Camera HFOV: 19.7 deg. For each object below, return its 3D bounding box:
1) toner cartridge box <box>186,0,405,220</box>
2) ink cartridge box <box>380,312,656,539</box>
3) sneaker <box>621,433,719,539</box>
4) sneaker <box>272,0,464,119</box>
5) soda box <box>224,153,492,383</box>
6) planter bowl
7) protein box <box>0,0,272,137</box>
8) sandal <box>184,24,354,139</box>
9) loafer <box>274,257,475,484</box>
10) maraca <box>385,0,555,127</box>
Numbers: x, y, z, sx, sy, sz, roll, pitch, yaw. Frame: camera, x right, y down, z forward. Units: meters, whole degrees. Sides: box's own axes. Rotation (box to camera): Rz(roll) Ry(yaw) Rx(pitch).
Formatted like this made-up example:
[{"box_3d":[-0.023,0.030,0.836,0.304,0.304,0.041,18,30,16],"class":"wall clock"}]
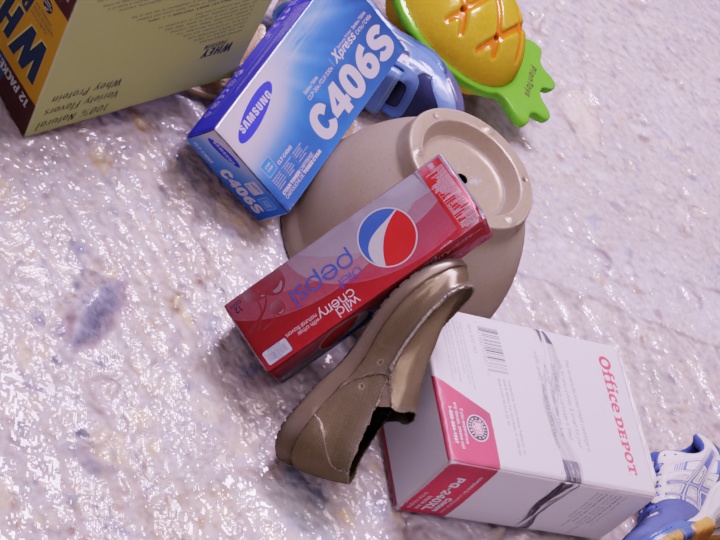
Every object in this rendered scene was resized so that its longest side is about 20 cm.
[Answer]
[{"box_3d":[-0.049,-0.145,1.681,0.095,0.043,0.200,48,56,-23],"class":"toner cartridge box"},{"box_3d":[0.118,0.121,1.627,0.200,0.083,0.146,13,49,-30],"class":"ink cartridge box"},{"box_3d":[0.250,0.195,1.693,0.088,0.075,0.200,44,32,19],"class":"sneaker"},{"box_3d":[0.003,-0.180,1.804,0.200,0.074,0.082,43,42,11],"class":"sneaker"},{"box_3d":[0.000,0.000,1.555,0.063,0.200,0.070,55,1,13],"class":"soda box"},{"box_3d":[0.055,-0.047,1.681,0.200,0.135,0.201,22,44,-23],"class":"planter bowl"},{"box_3d":[-0.178,-0.232,1.572,0.198,0.200,0.135,-20,69,-32],"class":"protein box"},{"box_3d":[-0.087,-0.175,1.724,0.211,0.070,0.078,25,44,-20],"class":"sandal"},{"box_3d":[0.022,0.078,1.532,0.067,0.200,0.076,39,-6,14],"class":"loafer"},{"box_3d":[0.102,-0.211,1.882,0.200,0.107,0.137,38,44,-22],"class":"maraca"}]
